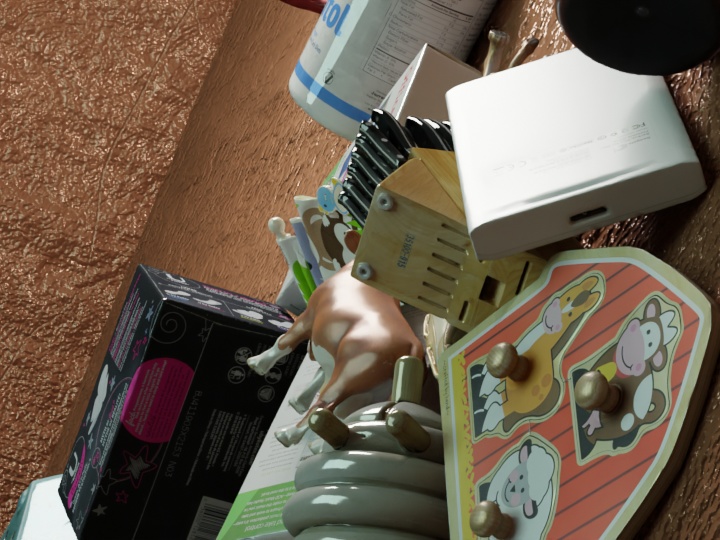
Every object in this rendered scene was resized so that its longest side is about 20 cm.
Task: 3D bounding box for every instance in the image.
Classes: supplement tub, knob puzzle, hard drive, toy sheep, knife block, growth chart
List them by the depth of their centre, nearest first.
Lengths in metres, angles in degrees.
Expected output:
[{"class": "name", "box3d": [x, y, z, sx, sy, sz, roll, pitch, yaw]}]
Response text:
[{"class": "knob puzzle", "box3d": [0.106, 0.067, 1.024, 0.219, 0.030, 0.220, -37, 40, 38]}, {"class": "toy sheep", "box3d": [0.016, 0.144, 1.141, 0.138, 0.137, 0.201, 144, 142, -66]}, {"class": "hard drive", "box3d": [0.121, -0.078, 1.158, 0.200, 0.131, 0.026, -93, -16, -63]}, {"class": "supplement tub", "box3d": [0.179, -0.221, 1.170, 0.107, 0.107, 0.201, -49, 22, 52]}, {"class": "knife block", "box3d": [0.074, -0.031, 1.212, 0.176, 0.199, 0.064, -39, -30, -60]}, {"class": "growth chart", "box3d": [0.000, 0.000, 1.432, 0.018, 0.145, 0.200, -33, 13, -28]}, {"class": "supplement tub", "box3d": [0.035, -0.212, 1.682, 0.201, 0.131, 0.132, -63, 13, 18]}]

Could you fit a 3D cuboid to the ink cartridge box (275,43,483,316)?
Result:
[{"class": "ink cartridge box", "box3d": [0.026, -0.056, 1.529, 0.200, 0.087, 0.146, -48, 16, 49]}]

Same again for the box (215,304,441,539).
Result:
[{"class": "box", "box3d": [-0.005, 0.107, 1.317, 0.144, 0.036, 0.200, -17, 34, 42]}]

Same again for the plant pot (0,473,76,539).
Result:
[{"class": "plant pot", "box3d": [-0.227, 0.290, 1.716, 0.196, 0.199, 0.197, -59, 15, 32]}]

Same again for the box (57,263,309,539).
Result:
[{"class": "box", "box3d": [-0.137, 0.115, 1.524, 0.201, 0.132, 0.115, -69, 21, 9]}]

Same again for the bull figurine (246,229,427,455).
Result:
[{"class": "bull figurine", "box3d": [-0.009, 0.049, 1.297, 0.121, 0.065, 0.200, -47, 18, 8]}]

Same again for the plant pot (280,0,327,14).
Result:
[{"class": "plant pot", "box3d": [0.018, -0.315, 1.807, 0.201, 0.182, 0.201, -60, 14, 25]}]

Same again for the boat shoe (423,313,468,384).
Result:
[{"class": "boat shoe", "box3d": [0.078, 0.054, 1.209, 0.200, 0.073, 0.069, -97, 10, -58]}]

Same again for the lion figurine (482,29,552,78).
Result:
[{"class": "lion figurine", "box3d": [0.101, -0.086, 1.368, 0.200, 0.072, 0.123, -61, -15, -67]}]
